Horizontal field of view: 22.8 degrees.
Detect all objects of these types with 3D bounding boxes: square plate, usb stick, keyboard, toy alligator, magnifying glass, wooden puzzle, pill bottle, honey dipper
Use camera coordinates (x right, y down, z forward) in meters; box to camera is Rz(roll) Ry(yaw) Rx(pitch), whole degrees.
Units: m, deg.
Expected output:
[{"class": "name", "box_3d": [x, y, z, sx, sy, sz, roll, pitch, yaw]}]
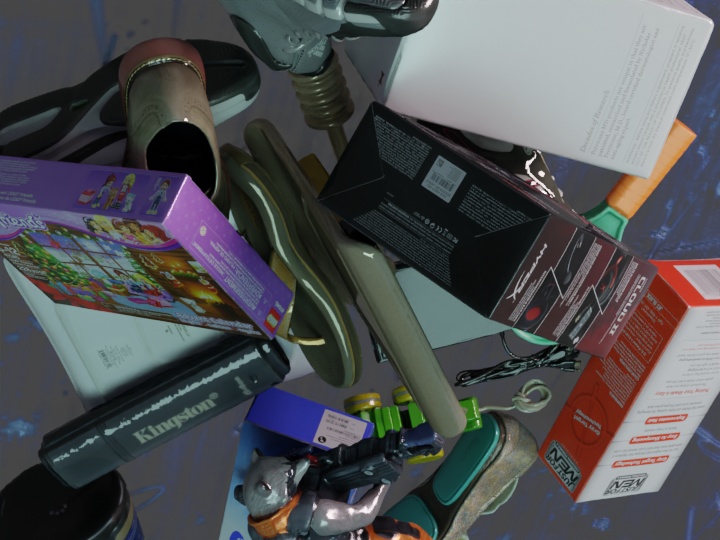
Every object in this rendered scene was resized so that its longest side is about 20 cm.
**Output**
[{"class": "square plate", "box_3d": [-0.136, 0.037, 1.327, 0.197, 0.029, 0.201, -20, 127, 2]}, {"class": "usb stick", "box_3d": [-0.147, 0.103, 1.335, 0.199, 0.033, 0.056, -28, 125, 9]}, {"class": "keyboard", "box_3d": [0.105, 0.032, 1.371, 0.199, 0.021, 0.128, -14, 112, -1]}, {"class": "toy alligator", "box_3d": [0.052, 0.121, 1.415, 0.198, 0.060, 0.054, -11, 166, -3]}, {"class": "magnifying glass", "box_3d": [0.179, -0.029, 1.331, 0.079, 0.022, 0.200, 33, 105, -15]}, {"class": "wooden puzzle", "box_3d": [0.000, 0.000, 1.226, 0.037, 0.200, 0.186, -33, 129, -6]}, {"class": "pill bottle", "box_3d": [-0.215, 0.254, 1.416, 0.111, 0.112, 0.201, -13, 127, -2]}, {"class": "honey dipper", "box_3d": [-0.006, -0.068, 1.274, 0.038, 0.038, 0.201, -19, 129, 2]}]

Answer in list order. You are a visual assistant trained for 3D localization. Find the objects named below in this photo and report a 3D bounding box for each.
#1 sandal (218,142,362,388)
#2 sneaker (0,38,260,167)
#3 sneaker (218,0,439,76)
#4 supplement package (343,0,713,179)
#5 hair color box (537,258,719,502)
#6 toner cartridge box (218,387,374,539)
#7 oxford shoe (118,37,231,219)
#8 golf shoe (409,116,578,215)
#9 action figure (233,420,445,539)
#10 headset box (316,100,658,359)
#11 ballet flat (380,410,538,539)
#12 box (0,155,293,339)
[{"class": "sandal", "box_3d": [-0.063, 0.004, 1.252, 0.054, 0.080, 0.201, -37, 119, -20]}, {"class": "sneaker", "box_3d": [-0.148, -0.082, 1.222, 0.199, 0.076, 0.116, -17, 136, 11]}, {"class": "sneaker", "box_3d": [-0.019, -0.165, 1.129, 0.075, 0.199, 0.116, -47, 141, -22]}, {"class": "supplement package", "box_3d": [0.107, -0.154, 1.174, 0.199, 0.117, 0.118, 12, 113, -20]}, {"class": "hair color box", "box_3d": [0.229, 0.086, 1.400, 0.101, 0.061, 0.201, -1, 128, -38]}, {"class": "toner cartridge box", "box_3d": [-0.055, 0.183, 1.400, 0.094, 0.043, 0.201, 20, 134, 6]}, {"class": "oxford shoe", "box_3d": [-0.119, -0.053, 1.145, 0.070, 0.075, 0.201, -13, 142, -3]}, {"class": "golf shoe", "box_3d": [0.116, -0.054, 1.269, 0.199, 0.077, 0.088, 27, 103, -14]}, {"class": "action figure", "box_3d": [-0.001, 0.187, 1.283, 0.193, 0.105, 0.200, 36, 137, -24]}, {"class": "headset box", "box_3d": [0.089, -0.020, 1.135, 0.075, 0.148, 0.200, -59, 150, 7]}, {"class": "ballet flat", "box_3d": [0.076, 0.199, 1.469, 0.067, 0.068, 0.200, 22, 120, -38]}, {"class": "box", "box_3d": [-0.158, -0.016, 1.150, 0.199, 0.039, 0.137, 7, 152, 36]}]
